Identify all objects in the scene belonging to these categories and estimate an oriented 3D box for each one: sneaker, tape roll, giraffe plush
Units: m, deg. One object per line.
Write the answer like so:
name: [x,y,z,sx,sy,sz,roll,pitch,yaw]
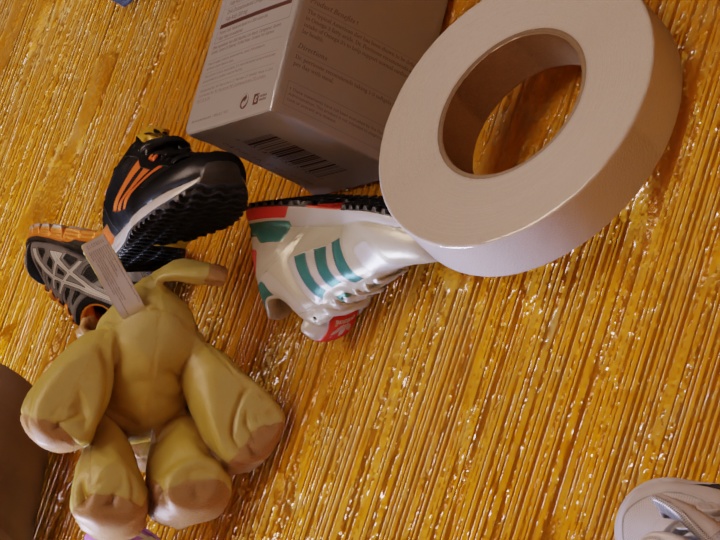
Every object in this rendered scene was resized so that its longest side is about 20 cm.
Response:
sneaker: [-0.206,0.009,1.921,0.200,0.078,0.078,3,81,59]
tape roll: [0.100,-0.092,1.505,0.202,0.037,0.204,-25,45,28]
giraffe plush: [-0.158,0.086,1.731,0.162,0.171,0.202,140,117,-74]
sneaker: [0.160,0.141,1.226,0.076,0.114,0.200,-62,31,5]
sneaker: [-0.135,-0.062,1.706,0.200,0.069,0.091,143,121,-62]
sneaker: [-0.001,0.000,1.635,0.199,0.070,0.094,5,99,49]

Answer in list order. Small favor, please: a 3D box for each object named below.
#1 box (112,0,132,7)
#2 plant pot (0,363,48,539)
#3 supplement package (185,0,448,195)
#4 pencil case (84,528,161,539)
box: [-0.217,-0.353,2.062,0.196,0.199,0.125,-41,37,34]
plant pot: [-0.320,0.164,1.905,0.199,0.200,0.174,-27,31,46]
supplement package: [-0.022,-0.171,1.717,0.117,0.116,0.201,-11,60,56]
pencil case: [-0.205,0.261,1.735,0.200,0.085,0.084,-52,35,20]
